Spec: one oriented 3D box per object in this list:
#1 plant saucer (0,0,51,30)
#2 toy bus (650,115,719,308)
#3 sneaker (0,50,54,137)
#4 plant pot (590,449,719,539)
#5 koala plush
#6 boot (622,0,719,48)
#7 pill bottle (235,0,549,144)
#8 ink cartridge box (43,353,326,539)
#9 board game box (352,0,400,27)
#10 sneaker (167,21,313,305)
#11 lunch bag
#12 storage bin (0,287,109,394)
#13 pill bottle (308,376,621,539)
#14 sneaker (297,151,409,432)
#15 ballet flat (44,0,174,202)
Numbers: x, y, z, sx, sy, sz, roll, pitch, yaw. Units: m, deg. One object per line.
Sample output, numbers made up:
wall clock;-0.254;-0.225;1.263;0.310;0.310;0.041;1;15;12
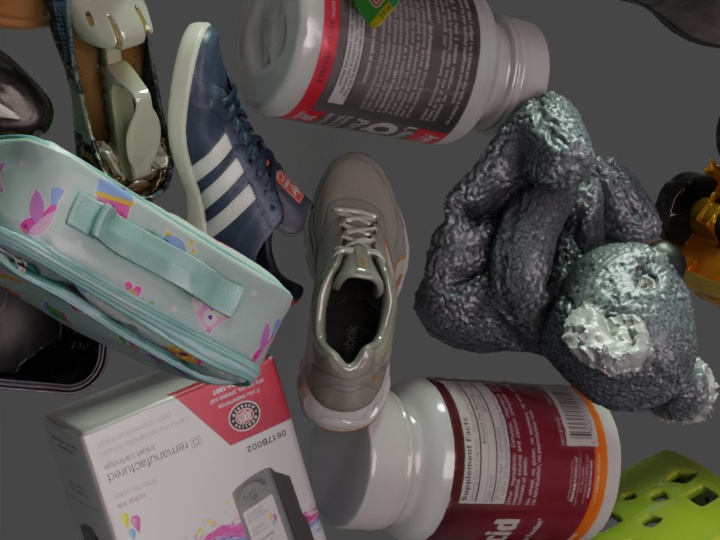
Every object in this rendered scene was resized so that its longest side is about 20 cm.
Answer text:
plant saucer;-0.211;-0.254;1.295;0.198;0.037;0.202;-2;95;-27
toy bus;0.337;-0.026;1.561;0.200;0.135;0.192;-50;129;-13
sneaker;-0.270;-0.137;1.248;0.199;0.084;0.077;37;78;-25
plant pot;0.230;0.270;1.490;0.198;0.181;0.202;-28;106;-22
koala plush;0.154;0.023;1.394;0.184;0.200;0.177;-47;147;5
boot;0.262;-0.207;1.490;0.198;0.131;0.071;10;90;-28
pill bottle;0.024;-0.145;1.385;0.198;0.110;0.112;8;91;-27
ink cartridge box;-0.107;0.167;1.360;0.147;0.085;0.202;-22;103;-24
board game box;-0.005;-0.258;1.310;0.030;0.096;0.201;0;53;-44
sneaker;-0.074;-0.064;1.337;0.084;0.075;0.202;1;115;12
lunch bag;-0.146;-0.004;1.178;0.199;0.160;0.078;30;81;-27
storage bin;-0.257;-0.003;1.262;0.198;0.094;0.137;7;92;-27
pill bottle;0.072;0.134;1.433;0.198;0.114;0.116;5;93;-27
sneaker;0.000;0.000;1.359;0.075;0.092;0.202;4;61;-5
ballet flat;-0.152;-0.133;1.293;0.074;0.074;0.202;-22;119;-24
